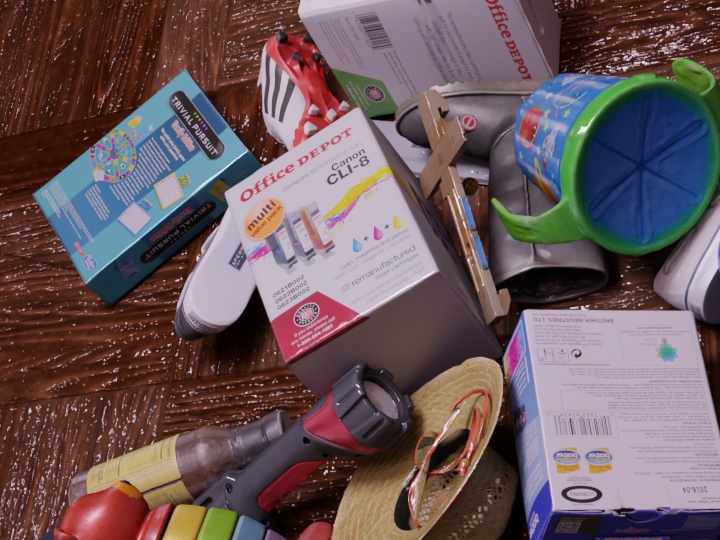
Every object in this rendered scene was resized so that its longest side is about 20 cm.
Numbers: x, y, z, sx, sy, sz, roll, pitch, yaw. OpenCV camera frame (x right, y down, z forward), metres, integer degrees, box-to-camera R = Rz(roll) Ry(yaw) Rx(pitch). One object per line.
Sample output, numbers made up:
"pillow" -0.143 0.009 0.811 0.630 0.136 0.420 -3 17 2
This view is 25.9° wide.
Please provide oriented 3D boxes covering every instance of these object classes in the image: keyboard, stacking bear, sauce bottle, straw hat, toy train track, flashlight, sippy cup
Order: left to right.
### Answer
"stacking bear" -0.134 0.223 1.197 0.199 0.121 0.114 19 93 0
"sauce bottle" -0.148 0.171 1.327 0.199 0.065 0.065 -20 52 15
"flashlight" -0.044 0.157 1.249 0.200 0.068 0.068 -45 54 25
"keyboard" 0.056 -0.110 1.434 0.199 0.011 0.056 9 60 32
"straw hat" 0.071 0.169 1.185 0.201 0.085 0.201 -48 19 22
"toy train track" 0.091 -0.054 1.269 0.032 0.115 0.201 -10 72 -18
"sippy cup" 0.188 -0.095 1.217 0.177 0.140 0.130 -3 19 -24

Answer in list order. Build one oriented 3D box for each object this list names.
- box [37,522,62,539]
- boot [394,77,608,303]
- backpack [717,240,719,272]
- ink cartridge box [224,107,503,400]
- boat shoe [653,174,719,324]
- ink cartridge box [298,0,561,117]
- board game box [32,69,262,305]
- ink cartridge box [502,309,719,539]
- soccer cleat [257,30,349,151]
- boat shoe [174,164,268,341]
"box" -0.250 0.332 1.251 0.200 0.104 0.182 -34 51 5
"boot" 0.116 -0.065 1.329 0.181 0.073 0.201 -7 64 16
"backpack" 0.364 -0.020 1.122 0.182 0.135 0.200 27 74 36
"ink cartridge box" 0.000 0.000 1.303 0.145 0.145 0.200 -31 49 9
"boat shoe" 0.294 -0.057 1.235 0.086 0.075 0.202 27 84 44
"ink cartridge box" 0.067 -0.226 1.411 0.199 0.146 0.085 -7 51 24
"board game box" -0.208 -0.083 1.534 0.200 0.047 0.151 -39 50 1
"ink cartridge box" 0.185 0.130 1.129 0.136 0.076 0.201 1 53 -8
"soccer cleat" -0.052 -0.137 1.471 0.085 0.068 0.200 -60 42 43
"boat shoe" -0.108 -0.016 1.425 0.068 0.072 0.200 -37 21 54
